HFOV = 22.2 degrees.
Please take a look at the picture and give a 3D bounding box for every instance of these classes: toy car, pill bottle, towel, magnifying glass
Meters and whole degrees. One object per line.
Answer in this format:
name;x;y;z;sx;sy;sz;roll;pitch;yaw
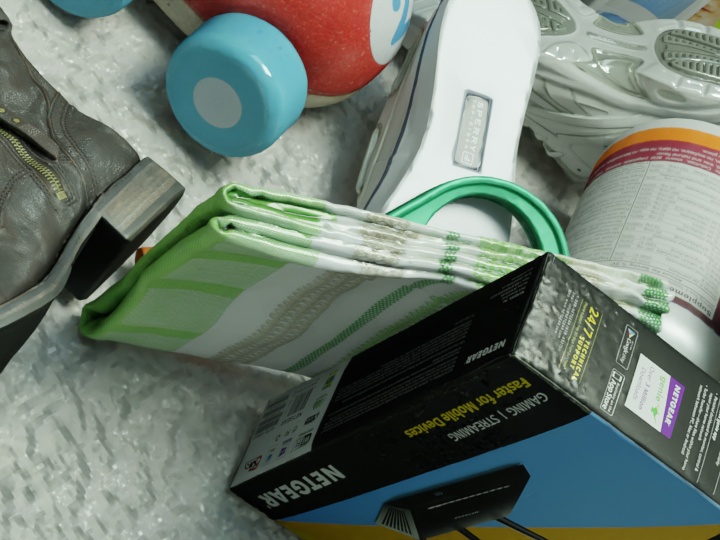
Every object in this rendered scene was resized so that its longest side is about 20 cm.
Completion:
toy car;-0.019;-0.188;0.825;0.177;0.200;0.184;44;42;-4
pill bottle;0.138;0.027;0.885;0.109;0.109;0.201;40;47;-13
towel;0.005;0.022;0.730;0.199;0.149;0.031;11;64;-25
magnifying glass;0.000;0.000;0.802;0.198;0.022;0.080;-2;86;-23

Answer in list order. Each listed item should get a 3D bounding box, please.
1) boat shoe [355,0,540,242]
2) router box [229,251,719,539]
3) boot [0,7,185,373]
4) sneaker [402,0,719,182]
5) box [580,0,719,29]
boat shoe;0.030;-0.039;0.866;0.070;0.070;0.202;18;75;-18
router box;0.061;0.082;0.709;0.149;0.200;0.051;36;56;-17
boot;-0.175;-0.046;0.702;0.174;0.069;0.200;45;38;0
sneaker;0.106;-0.091;0.968;0.199;0.100;0.078;19;41;2
box;0.195;-0.153;1.062;0.199;0.112;0.102;19;49;-32
